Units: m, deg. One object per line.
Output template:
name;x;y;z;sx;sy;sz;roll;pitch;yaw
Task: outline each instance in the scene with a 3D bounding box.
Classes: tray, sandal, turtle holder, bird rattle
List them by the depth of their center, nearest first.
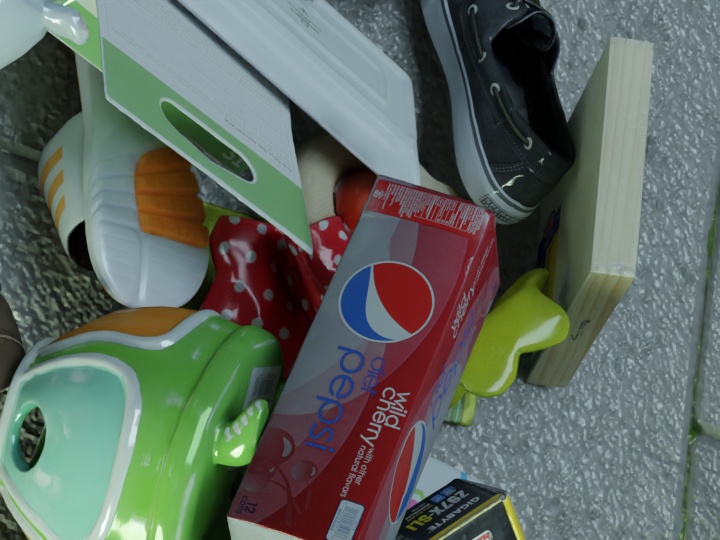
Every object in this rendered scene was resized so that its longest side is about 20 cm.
turtle holder;-0.104;0.104;1.346;0.141;0.131;0.186;-54;156;-55
sandal;-0.127;-0.055;1.423;0.079;0.059;0.207;28;40;-39
tray;-0.034;-0.126;1.457;0.200;0.022;0.108;40;23;-25
bird rattle;0.000;0.000;1.475;0.199;0.113;0.164;20;48;-29

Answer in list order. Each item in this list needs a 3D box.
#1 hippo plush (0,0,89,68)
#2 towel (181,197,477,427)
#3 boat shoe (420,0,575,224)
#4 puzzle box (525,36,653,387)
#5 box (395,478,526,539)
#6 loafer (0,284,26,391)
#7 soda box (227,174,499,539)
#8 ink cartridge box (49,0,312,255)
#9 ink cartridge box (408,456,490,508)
hippo plush;-0.217;-0.117;1.272;0.159;0.161;0.201;21;50;-21
towel;-0.014;0.023;1.512;0.199;0.018;0.087;16;67;-34
boat shoe;0.082;-0.120;1.560;0.070;0.066;0.201;28;41;-33
puzzle box;0.123;-0.028;1.527;0.025;0.200;0.134;7;71;-4
box;0.009;0.218;1.334;0.199;0.049;0.160;-30;113;-25
loafer;-0.215;0.081;1.300;0.071;0.073;0.200;51;53;-14
soda box;0.005;0.058;1.312;0.063;0.070;0.201;15;59;15
ink cartridge box;-0.094;-0.097;1.389;0.145;0.048;0.201;37;29;-32
ink cartridge box;-0.027;0.130;1.444;0.199;0.059;0.104;28;63;-29
